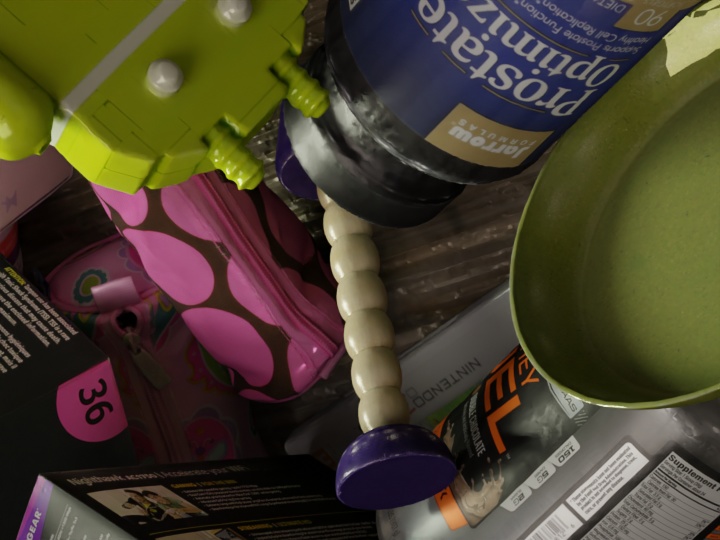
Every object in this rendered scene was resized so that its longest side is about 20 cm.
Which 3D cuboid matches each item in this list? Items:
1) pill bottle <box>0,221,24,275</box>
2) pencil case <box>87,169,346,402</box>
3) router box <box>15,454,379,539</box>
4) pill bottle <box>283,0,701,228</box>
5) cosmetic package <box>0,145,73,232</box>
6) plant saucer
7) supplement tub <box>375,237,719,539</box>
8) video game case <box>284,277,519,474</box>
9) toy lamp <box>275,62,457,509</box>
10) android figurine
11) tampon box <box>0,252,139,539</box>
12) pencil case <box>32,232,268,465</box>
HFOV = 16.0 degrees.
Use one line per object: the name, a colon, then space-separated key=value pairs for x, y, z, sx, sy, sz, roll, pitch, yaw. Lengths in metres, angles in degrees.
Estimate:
pill bottle: x=-0.218 y=0.051 z=1.301 sx=0.111 sy=0.111 sz=0.201 roll=12 pitch=124 yaw=26
pencil case: x=-0.072 y=-0.030 z=1.142 sx=0.093 sy=0.091 sz=0.200 roll=9 pitch=143 yaw=53
router box: x=-0.035 y=0.138 z=1.136 sx=0.149 sy=0.199 sz=0.051 roll=29 pitch=105 yaw=32
pill bottle: x=0.055 y=-0.106 z=1.026 sx=0.112 sy=0.112 sz=0.200 roll=45 pitch=132 yaw=0
cosmetic package: x=-0.241 y=-0.098 z=1.248 sx=0.199 sy=0.071 sz=0.106 roll=18 pitch=125 yaw=23
plant saucer: x=0.144 y=-0.027 z=0.981 sx=0.199 sy=0.201 sz=0.031 roll=-17 pitch=136 yaw=39
supplement tub: x=0.108 y=0.075 z=1.080 sx=0.122 sy=0.123 sz=0.200 roll=44 pitch=118 yaw=1
video game case: x=0.081 y=0.118 z=1.211 sx=0.200 sy=0.022 sz=0.182 roll=50 pitch=132 yaw=-4
toy lamp: x=0.000 y=0.000 z=1.096 sx=0.058 sy=0.058 sz=0.201 roll=-41 pitch=51 yaw=42
android figurine: x=-0.102 y=-0.113 z=1.013 sx=0.200 sy=0.182 sz=0.041 roll=42 pitch=148 yaw=2
tampon box: x=-0.209 y=0.115 z=1.183 sx=0.126 sy=0.199 sz=0.151 roll=38 pitch=149 yaw=48
pencil case: x=-0.092 y=0.077 z=1.255 sx=0.087 sy=0.087 sz=0.201 roll=1 pitch=120 yaw=32
